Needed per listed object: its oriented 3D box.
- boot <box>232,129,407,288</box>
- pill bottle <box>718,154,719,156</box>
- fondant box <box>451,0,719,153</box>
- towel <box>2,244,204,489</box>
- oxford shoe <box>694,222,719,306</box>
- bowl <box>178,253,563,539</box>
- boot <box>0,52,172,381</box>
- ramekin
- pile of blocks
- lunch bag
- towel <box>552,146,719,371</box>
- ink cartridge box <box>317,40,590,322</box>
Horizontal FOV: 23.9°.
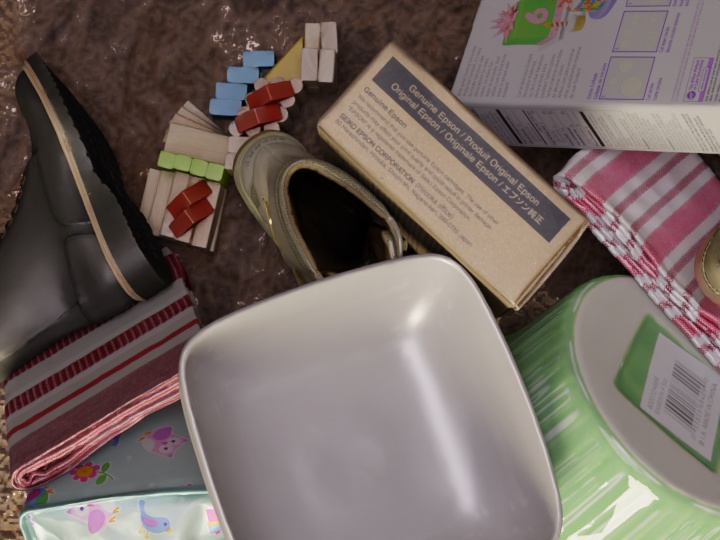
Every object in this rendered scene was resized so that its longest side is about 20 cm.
[{"bbox_3d":[0.000,0.000,1.100,0.072,0.155,0.200,-40,106,-5],"label":"boot"},{"bbox_3d":[0.317,-0.064,1.132,0.113,0.113,0.201,-35,86,-1],"label":"pill bottle"},{"bbox_3d":[0.171,-0.154,1.106,0.199,0.058,0.145,6,66,33],"label":"fondant box"},{"bbox_3d":[-0.167,0.058,1.106,0.143,0.200,0.023,-30,115,-1],"label":"towel"},{"bbox_3d":[0.286,-0.057,1.038,0.071,0.074,0.200,38,87,6],"label":"oxford shoe"},{"bbox_3d":[0.001,0.108,0.989,0.199,0.075,0.201,-18,80,-20],"label":"bowl"},{"bbox_3d":[-0.228,-0.038,1.148,0.138,0.077,0.201,-32,60,6],"label":"boot"},{"bbox_3d":[0.172,0.100,1.076,0.200,0.200,0.098,47,129,4],"label":"ramekin"},{"bbox_3d":[-0.088,-0.101,1.172,0.082,0.062,0.200,37,88,3],"label":"pile of blocks"},{"bbox_3d":[-0.103,0.143,1.094,0.198,0.171,0.123,-10,112,0],"label":"lunch bag"},{"bbox_3d":[0.227,-0.019,1.126,0.200,0.146,0.030,47,129,4],"label":"towel"},{"bbox_3d":[0.056,-0.050,1.095,0.165,0.200,0.075,42,87,3],"label":"ink cartridge box"}]
